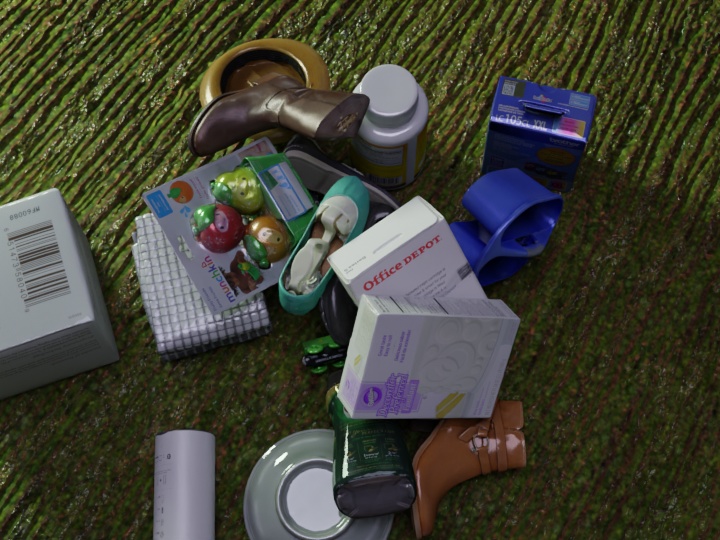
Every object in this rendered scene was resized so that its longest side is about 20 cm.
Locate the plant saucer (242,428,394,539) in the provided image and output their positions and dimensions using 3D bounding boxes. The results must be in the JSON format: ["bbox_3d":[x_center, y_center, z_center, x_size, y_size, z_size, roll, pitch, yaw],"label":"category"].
[{"bbox_3d":[-0.054,0.298,1.575,0.198,0.050,0.202,0,69,0],"label":"plant saucer"}]

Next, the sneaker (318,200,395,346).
[{"bbox_3d":[0.000,0.000,1.600,0.090,0.076,0.202,4,80,24],"label":"sneaker"}]

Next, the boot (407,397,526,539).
[{"bbox_3d":[0.137,0.250,1.579,0.153,0.074,0.202,5,72,-1],"label":"boot"}]

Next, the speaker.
[{"bbox_3d":[-0.225,0.309,1.557,0.080,0.081,0.202,-3,69,0],"label":"speaker"}]

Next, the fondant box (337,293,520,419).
[{"bbox_3d":[0.083,0.108,1.505,0.198,0.145,0.058,3,25,-24],"label":"fondant box"}]

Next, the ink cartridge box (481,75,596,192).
[{"bbox_3d":[0.242,-0.191,1.675,0.135,0.200,0.077,13,70,6],"label":"ink cartridge box"}]

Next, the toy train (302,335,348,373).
[{"bbox_3d":[0.016,0.094,1.648,0.198,0.056,0.042,-14,109,-9],"label":"toy train"}]

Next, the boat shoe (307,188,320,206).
[{"bbox_3d":[-0.081,-0.068,1.714,0.056,0.069,0.202,15,62,-29],"label":"boat shoe"}]

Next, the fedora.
[{"bbox_3d":[-0.132,-0.244,1.756,0.198,0.082,0.202,-5,54,6],"label":"fedora"}]

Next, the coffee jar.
[{"bbox_3d":[0.011,0.210,1.553,0.103,0.086,0.201,-9,42,3],"label":"coffee jar"}]

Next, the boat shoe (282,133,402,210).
[{"bbox_3d":[-0.018,-0.128,1.699,0.199,0.073,0.063,28,50,-20],"label":"boat shoe"}]

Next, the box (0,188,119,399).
[{"bbox_3d":[-0.447,0.037,1.616,0.198,0.172,0.200,-19,70,-5],"label":"box"}]

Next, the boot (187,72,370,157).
[{"bbox_3d":[-0.104,-0.188,1.587,0.186,0.065,0.199,-42,42,-22],"label":"boot"}]

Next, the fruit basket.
[{"bbox_3d":[-0.154,-0.064,1.593,0.199,0.094,0.186,-26,81,-33],"label":"fruit basket"}]

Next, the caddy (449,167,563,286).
[{"bbox_3d":[0.196,-0.052,1.634,0.105,0.199,0.142,40,117,21],"label":"caddy"}]

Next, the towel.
[{"bbox_3d":[-0.217,0.010,1.672,0.164,0.086,0.202,-15,71,-3],"label":"towel"}]

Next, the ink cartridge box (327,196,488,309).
[{"bbox_3d":[0.071,0.031,1.548,0.145,0.201,0.084,-34,32,-4],"label":"ink cartridge box"}]

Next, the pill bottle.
[{"bbox_3d":[0.038,-0.198,1.681,0.108,0.200,0.110,0,69,0],"label":"pill bottle"}]

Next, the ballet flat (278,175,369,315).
[{"bbox_3d":[-0.044,-0.037,1.555,0.067,0.070,0.201,25,78,10],"label":"ballet flat"}]
